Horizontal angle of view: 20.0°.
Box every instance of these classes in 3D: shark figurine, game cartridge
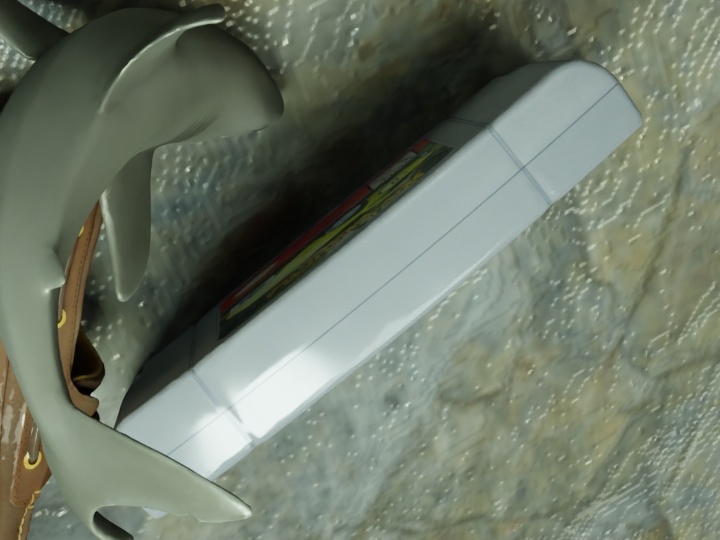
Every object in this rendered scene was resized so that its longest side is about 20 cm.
[{"bbox_3d":[-0.066,-0.032,0.577,0.089,0.215,0.128,-30,122,31],"label":"shark figurine"},{"bbox_3d":[0.000,0.000,0.676,0.200,0.133,0.041,-39,100,0],"label":"game cartridge"}]

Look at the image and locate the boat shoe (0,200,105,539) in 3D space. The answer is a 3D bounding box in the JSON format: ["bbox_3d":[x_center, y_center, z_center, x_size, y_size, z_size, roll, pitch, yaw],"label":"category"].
[{"bbox_3d":[-0.116,0.043,0.674,0.067,0.072,0.200,-6,123,-24],"label":"boat shoe"}]
